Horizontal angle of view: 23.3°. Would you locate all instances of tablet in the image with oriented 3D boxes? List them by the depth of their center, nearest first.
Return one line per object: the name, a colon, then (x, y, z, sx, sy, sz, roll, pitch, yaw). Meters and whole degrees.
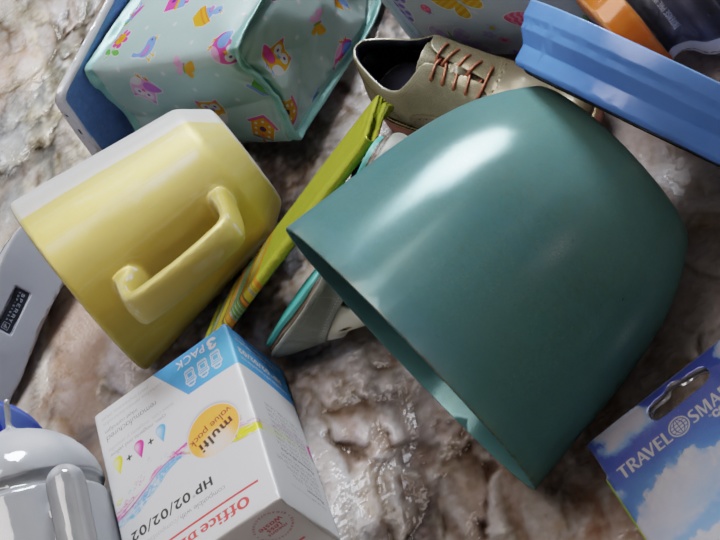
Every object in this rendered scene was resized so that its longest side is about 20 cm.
tablet: (-0.173, -0.181, 1.382, 0.014, 0.130, 0.200, 12, 66, 24)

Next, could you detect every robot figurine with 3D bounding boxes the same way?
robot figurine: (-0.204, 0.184, 1.101, 0.170, 0.113, 0.200, -44, 57, 44)

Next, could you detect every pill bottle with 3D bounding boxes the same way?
pill bottle: (0.230, -0.206, 1.082, 0.200, 0.106, 0.106, -41, 41, 8)

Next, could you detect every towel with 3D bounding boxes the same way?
towel: (-0.043, -0.025, 1.159, 0.200, 0.018, 0.086, -52, 11, 24)

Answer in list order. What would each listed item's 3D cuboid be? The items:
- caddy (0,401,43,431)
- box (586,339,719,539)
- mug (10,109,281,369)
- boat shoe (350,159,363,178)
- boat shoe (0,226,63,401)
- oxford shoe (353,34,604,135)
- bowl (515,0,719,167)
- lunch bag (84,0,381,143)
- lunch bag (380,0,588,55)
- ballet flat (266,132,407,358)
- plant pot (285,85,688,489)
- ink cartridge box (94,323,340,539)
caddy: (-0.301, 0.167, 1.202, 0.200, 0.141, 0.105, -49, 36, -3)
box: (0.210, 0.127, 0.877, 0.122, 0.048, 0.200, -39, 41, 7)
mug: (-0.130, -0.023, 1.224, 0.153, 0.149, 0.187, -38, 54, -4)
boat shoe: (0.080, -0.050, 1.115, 0.200, 0.060, 0.074, 6, 62, 42)
boat shoe: (-0.289, 0.050, 1.351, 0.200, 0.071, 0.070, -64, 17, -14)
oxford shoe: (0.071, -0.116, 1.165, 0.200, 0.074, 0.071, 11, 66, 44)
bowl: (0.176, -0.090, 0.969, 0.201, 0.201, 0.039, 35, 102, 49)
lunch bag: (-0.086, -0.197, 1.328, 0.170, 0.122, 0.200, 0, 51, 41)
lunch bag: (0.082, -0.242, 1.162, 0.169, 0.200, 0.127, 0, 59, 40)
ballet flat: (0.000, 0.000, 1.117, 0.200, 0.064, 0.067, -60, -3, 39)
plant pot: (0.084, -0.006, 0.980, 0.161, 0.201, 0.201, -44, 41, -4)
ink cartridge box: (-0.089, 0.144, 1.097, 0.115, 0.068, 0.200, -36, 42, 12)
